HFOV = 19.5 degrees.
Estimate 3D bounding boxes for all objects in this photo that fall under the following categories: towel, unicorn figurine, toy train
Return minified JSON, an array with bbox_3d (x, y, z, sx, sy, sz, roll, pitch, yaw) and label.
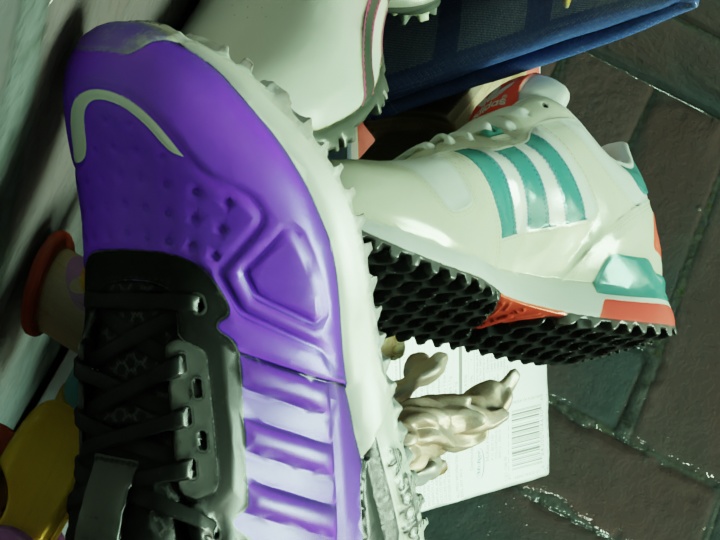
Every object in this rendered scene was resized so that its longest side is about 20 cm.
[{"bbox_3d":[0.067,-0.154,0.804,0.146,0.024,0.202,-17,-131,29],"label":"towel"},{"bbox_3d":[-0.038,0.095,0.780,0.200,0.074,0.137,-49,171,33],"label":"unicorn figurine"},{"bbox_3d":[-0.106,0.067,0.642,0.201,0.055,0.150,-60,180,-30],"label":"toy train"}]

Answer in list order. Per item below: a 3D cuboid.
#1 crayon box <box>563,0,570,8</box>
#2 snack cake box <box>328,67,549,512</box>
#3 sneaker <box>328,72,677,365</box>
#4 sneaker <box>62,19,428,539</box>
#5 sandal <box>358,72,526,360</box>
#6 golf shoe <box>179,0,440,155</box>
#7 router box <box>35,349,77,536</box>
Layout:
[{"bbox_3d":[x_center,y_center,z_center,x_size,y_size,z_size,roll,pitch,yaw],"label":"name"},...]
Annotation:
[{"bbox_3d":[0.066,-0.206,0.703,0.127,0.050,0.201,88,13,-54],"label":"crayon box"},{"bbox_3d":[0.017,-0.004,0.885,0.114,0.067,0.202,-9,102,-39],"label":"snack cake box"},{"bbox_3d":[0.036,-0.026,0.735,0.070,0.199,0.094,-18,-113,41],"label":"sneaker"},{"bbox_3d":[-0.044,0.037,0.557,0.099,0.069,0.202,-43,125,-39],"label":"sneaker"},{"bbox_3d":[0.003,0.001,0.787,0.212,0.070,0.077,-49,-148,-20],"label":"sandal"},{"bbox_3d":[-0.020,-0.104,0.696,0.200,0.076,0.089,-57,147,-49],"label":"golf shoe"},{"bbox_3d":[-0.120,0.108,0.842,0.201,0.049,0.180,-63,179,-25],"label":"router box"}]
